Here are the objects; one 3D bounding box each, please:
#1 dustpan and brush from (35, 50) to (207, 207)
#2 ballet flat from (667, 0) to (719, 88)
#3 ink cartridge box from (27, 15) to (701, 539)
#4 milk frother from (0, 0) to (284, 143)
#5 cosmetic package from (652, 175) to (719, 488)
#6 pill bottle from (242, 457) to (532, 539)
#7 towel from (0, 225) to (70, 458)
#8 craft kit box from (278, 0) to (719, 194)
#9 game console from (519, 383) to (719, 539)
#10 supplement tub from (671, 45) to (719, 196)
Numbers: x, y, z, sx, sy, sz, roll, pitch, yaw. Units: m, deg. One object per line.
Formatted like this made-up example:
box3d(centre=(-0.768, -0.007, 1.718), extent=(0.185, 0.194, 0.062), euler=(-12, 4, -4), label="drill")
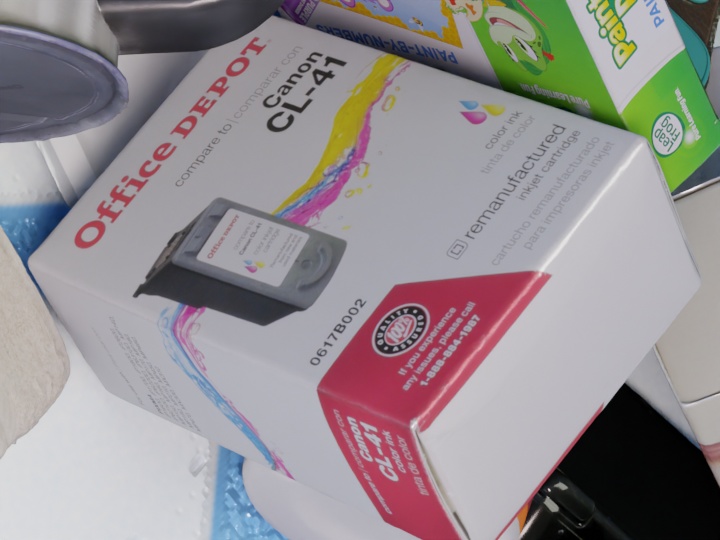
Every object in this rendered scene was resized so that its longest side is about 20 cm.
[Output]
box3d(centre=(-0.066, -0.124, 1.170), extent=(0.200, 0.057, 0.140), euler=(-38, 107, -50), label="dustpan and brush")
box3d(centre=(0.125, -0.110, 1.305), extent=(0.068, 0.075, 0.200), euler=(40, 43, -12), label="ballet flat")
box3d(centre=(0.000, 0.000, 1.078), extent=(0.148, 0.200, 0.086), euler=(-51, 140, -22), label="ink cartridge box")
box3d(centre=(-0.119, -0.164, 0.951), extent=(0.200, 0.180, 0.189), euler=(36, 51, -63), label="milk frother")
box3d(centre=(0.181, 0.055, 1.228), extent=(0.200, 0.087, 0.104), euler=(60, 10, -50), label="cosmetic package")
box3d(centre=(0.036, 0.017, 1.187), extent=(0.114, 0.114, 0.200), euler=(37, 58, -28), label="pill bottle")
box3d(centre=(-0.180, -0.002, 1.029), extent=(0.133, 0.034, 0.200), euler=(-54, 126, -47), label="towel")
box3d(centre=(0.022, -0.129, 1.088), extent=(0.049, 0.200, 0.198), euler=(-45, 124, -21), label="craft kit box")
box3d(centre=(0.108, 0.151, 1.280), extent=(0.200, 0.116, 0.176), euler=(40, 86, -25), label="game console")
box3d(centre=(0.224, -0.013, 1.346), extent=(0.200, 0.132, 0.132), euler=(21, 66, -36), label="supplement tub")
